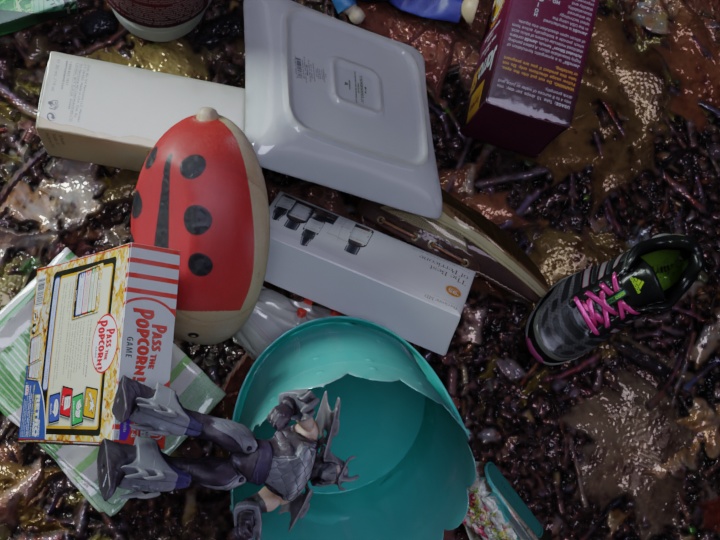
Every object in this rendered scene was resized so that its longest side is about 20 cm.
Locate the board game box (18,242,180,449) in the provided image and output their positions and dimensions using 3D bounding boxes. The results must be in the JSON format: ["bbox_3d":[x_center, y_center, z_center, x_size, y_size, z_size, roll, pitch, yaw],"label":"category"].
[{"bbox_3d":[-0.216,0.066,0.958,0.046,0.199,0.154,10,79,-34],"label":"board game box"}]

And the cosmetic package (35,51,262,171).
[{"bbox_3d":[-0.183,-0.131,1.065,0.197,0.104,0.074,11,81,-6],"label":"cosmetic package"}]

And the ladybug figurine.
[{"bbox_3d":[-0.140,-0.034,0.978,0.134,0.072,0.203,11,104,34],"label":"ladybug figurine"}]

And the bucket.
[{"bbox_3d":[-0.015,0.147,0.997,0.204,0.135,0.210,-4,112,-9],"label":"bucket"}]

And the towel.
[{"bbox_3d":[-0.244,0.098,1.060,0.200,0.023,0.153,44,77,0],"label":"towel"}]

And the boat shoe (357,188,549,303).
[{"bbox_3d":[0.086,-0.022,1.117,0.199,0.072,0.072,33,108,-11],"label":"boat shoe"}]

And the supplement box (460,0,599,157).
[{"bbox_3d":[0.168,-0.226,1.131,0.085,0.110,0.203,16,79,-6],"label":"supplement box"}]

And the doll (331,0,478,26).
[{"bbox_3d":[0.024,-0.305,1.152,0.197,0.048,0.138,15,88,0],"label":"doll"}]

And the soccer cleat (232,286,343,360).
[{"bbox_3d":[-0.106,0.038,1.071,0.198,0.069,0.078,27,119,7],"label":"soccer cleat"}]

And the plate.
[{"bbox_3d":[-0.011,-0.157,1.062,0.198,0.032,0.202,15,54,-27],"label":"plate"}]

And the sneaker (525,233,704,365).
[{"bbox_3d":[0.245,0.021,1.117,0.198,0.087,0.074,-29,87,-12],"label":"sneaker"}]

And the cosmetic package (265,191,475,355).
[{"bbox_3d":[0.000,0.000,1.065,0.198,0.051,0.083,22,35,3],"label":"cosmetic package"}]

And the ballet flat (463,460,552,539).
[{"bbox_3d":[0.150,0.265,1.084,0.064,0.076,0.201,-39,84,18],"label":"ballet flat"}]

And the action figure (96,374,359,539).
[{"bbox_3d":[-0.090,0.139,0.867,0.198,0.069,0.132,13,99,-24],"label":"action figure"}]

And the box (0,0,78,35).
[{"bbox_3d":[-0.379,-0.280,1.091,0.198,0.036,0.146,-21,85,-11],"label":"box"}]

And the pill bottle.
[{"bbox_3d":[-0.179,-0.282,1.039,0.113,0.200,0.116,2,80,-9],"label":"pill bottle"}]
